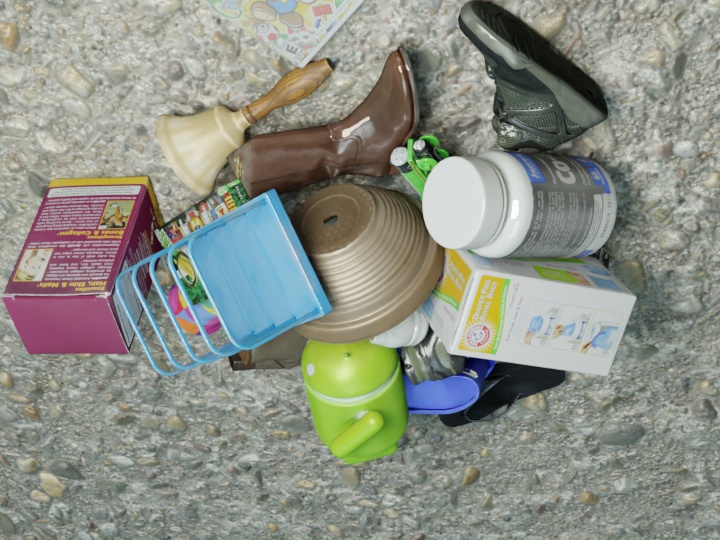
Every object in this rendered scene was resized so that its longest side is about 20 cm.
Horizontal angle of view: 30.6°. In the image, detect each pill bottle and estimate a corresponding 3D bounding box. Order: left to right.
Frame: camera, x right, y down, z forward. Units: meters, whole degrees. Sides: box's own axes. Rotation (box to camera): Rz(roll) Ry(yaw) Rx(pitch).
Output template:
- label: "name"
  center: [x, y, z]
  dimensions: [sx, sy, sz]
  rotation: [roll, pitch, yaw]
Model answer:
- label: "pill bottle"
  center: [0.169, -0.070, 1.405]
  dimensions: [0.199, 0.114, 0.114]
  rotation: [-1, 147, -40]

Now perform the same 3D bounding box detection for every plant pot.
- label: "plant pot"
  center: [-0.017, -0.027, 1.434]
  dimensions: [0.200, 0.202, 0.093]
  rotation: [-11, 138, 20]

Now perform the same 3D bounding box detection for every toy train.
- label: "toy train"
  center: [0.091, -0.089, 1.479]
  dimensions: [0.056, 0.042, 0.200]
  rotation: [-9, 150, 24]

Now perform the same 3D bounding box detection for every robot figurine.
- label: "robot figurine"
  center: [-0.006, 0.139, 1.553]
  dimensions: [0.115, 0.176, 0.201]
  rotation: [-12, 133, -1]

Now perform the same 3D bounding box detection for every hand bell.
- label: "hand bell"
  center: [-0.115, -0.176, 1.443]
  dimensions: [0.199, 0.104, 0.104]
  rotation: [-30, 125, 17]

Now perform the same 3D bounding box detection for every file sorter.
- label: "file sorter"
  center: [-0.153, 0.022, 1.391]
  dimensions: [0.200, 0.122, 0.139]
  rotation: [-21, 95, 55]

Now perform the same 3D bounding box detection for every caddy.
- label: "caddy"
  center: [0.074, 0.101, 1.665]
  dimensions: [0.199, 0.105, 0.142]
  rotation: [1, 113, 9]

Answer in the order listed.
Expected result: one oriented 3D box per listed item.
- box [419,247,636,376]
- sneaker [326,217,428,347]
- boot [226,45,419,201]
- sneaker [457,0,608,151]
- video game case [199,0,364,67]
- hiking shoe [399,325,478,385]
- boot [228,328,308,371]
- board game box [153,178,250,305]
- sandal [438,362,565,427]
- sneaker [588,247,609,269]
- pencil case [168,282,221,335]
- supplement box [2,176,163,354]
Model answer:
- label: "box"
  center: [0.182, 0.037, 1.454]
  dimensions: [0.199, 0.113, 0.102]
  rotation: [9, 111, -21]
- label: "sneaker"
  center: [0.000, 0.000, 1.507]
  dimensions: [0.088, 0.200, 0.075]
  rotation: [-6, 146, -41]
- label: "boot"
  center: [-0.043, -0.151, 1.406]
  dimensions: [0.199, 0.064, 0.187]
  rotation: [-9, 140, -12]
- label: "sneaker"
  center: [0.154, -0.191, 1.370]
  dimensions: [0.199, 0.076, 0.114]
  rotation: [34, 125, -30]
- label: "video game case"
  center: [-0.075, -0.315, 1.319]
  dimensions: [0.182, 0.023, 0.200]
  rotation: [31, 132, -21]
- label: "hiking shoe"
  center: [0.091, 0.032, 1.562]
  dimensions: [0.100, 0.076, 0.201]
  rotation: [-4, 91, 0]
- label: "boot"
  center: [-0.087, 0.071, 1.610]
  dimensions: [0.146, 0.071, 0.200]
  rotation: [-15, 165, -14]
- label: "board game box"
  center: [-0.167, -0.027, 1.500]
  dimensions: [0.200, 0.023, 0.105]
  rotation: [-24, 95, 56]
- label: "sandal"
  center: [0.179, 0.162, 1.751]
  dimensions: [0.200, 0.043, 0.076]
  rotation: [-30, 124, 33]
- label: "sneaker"
  center: [0.200, -0.015, 1.553]
  dimensions: [0.199, 0.090, 0.079]
  rotation: [4, 110, -18]
- label: "pencil case"
  center: [-0.155, 0.009, 1.605]
  dimensions: [0.088, 0.089, 0.200]
  rotation: [33, 139, -23]
- label: "supplement box"
  center: [-0.317, -0.008, 1.545]
  dimensions: [0.130, 0.201, 0.104]
  rotation: [0, 135, 11]
